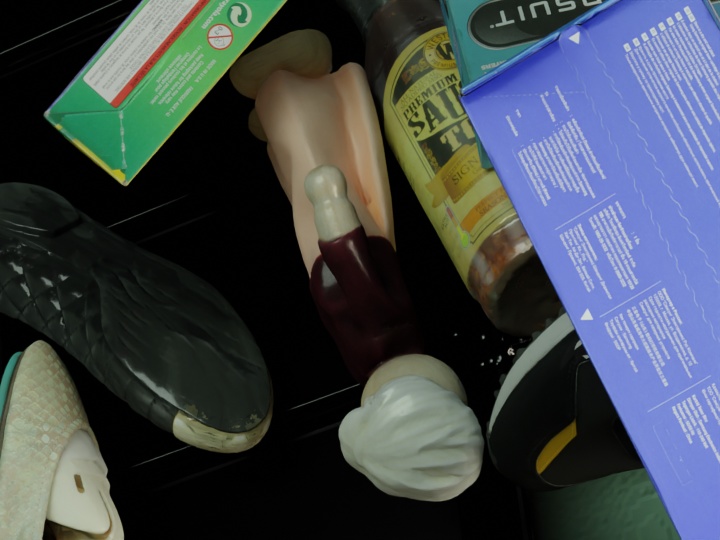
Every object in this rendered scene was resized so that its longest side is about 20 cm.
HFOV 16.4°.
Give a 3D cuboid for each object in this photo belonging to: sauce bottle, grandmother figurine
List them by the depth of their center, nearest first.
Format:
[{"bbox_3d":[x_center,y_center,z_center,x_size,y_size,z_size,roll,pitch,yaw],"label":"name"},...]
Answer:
[{"bbox_3d":[0.000,0.000,0.972,0.060,0.121,0.200,-24,59,7],"label":"grandmother figurine"},{"bbox_3d":[0.039,-0.062,1.013,0.066,0.066,0.200,-37,52,9],"label":"sauce bottle"}]

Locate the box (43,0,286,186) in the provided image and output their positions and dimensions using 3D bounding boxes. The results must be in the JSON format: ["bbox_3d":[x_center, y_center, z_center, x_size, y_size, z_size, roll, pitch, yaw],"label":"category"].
[{"bbox_3d":[-0.079,-0.095,1.048,0.117,0.048,0.200,-49,5,-2],"label":"box"}]

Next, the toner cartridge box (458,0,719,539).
[{"bbox_3d":[0.118,0.001,0.856,0.095,0.043,0.200,-30,65,11],"label":"toner cartridge box"}]

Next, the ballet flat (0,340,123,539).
[{"bbox_3d":[-0.125,0.128,1.021,0.062,0.067,0.200,3,71,12],"label":"ballet flat"}]

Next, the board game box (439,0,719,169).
[{"bbox_3d":[0.100,-0.145,0.994,0.151,0.047,0.200,-12,53,-1],"label":"board game box"}]

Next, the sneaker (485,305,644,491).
[{"bbox_3d":[0.138,0.038,0.891,0.200,0.070,0.090,-31,50,13],"label":"sneaker"}]

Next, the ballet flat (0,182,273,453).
[{"bbox_3d":[-0.103,0.025,1.074,0.066,0.057,0.200,-20,41,-34],"label":"ballet flat"}]
